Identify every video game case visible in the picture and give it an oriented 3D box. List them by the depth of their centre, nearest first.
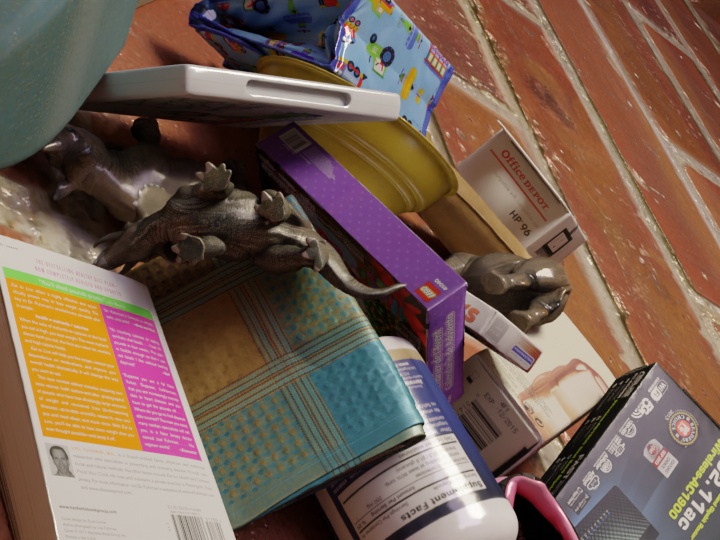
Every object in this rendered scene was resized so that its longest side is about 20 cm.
[{"bbox_3d":[-0.103,-0.124,1.010,0.182,0.200,0.024,1,92,-39],"label":"video game case"}]

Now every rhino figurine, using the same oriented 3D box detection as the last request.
[{"bbox_3d":[-0.154,-0.064,0.980,0.200,0.060,0.088,21,32,-41],"label":"rhino figurine"},{"bbox_3d":[0.088,0.015,1.163,0.087,0.200,0.060,-16,105,-43],"label":"rhino figurine"}]

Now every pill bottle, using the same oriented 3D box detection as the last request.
[{"bbox_3d":[0.034,0.153,0.908,0.111,0.111,0.200,7,46,-54],"label":"pill bottle"}]

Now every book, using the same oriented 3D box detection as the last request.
[{"bbox_3d":[-0.151,0.081,0.801,0.133,0.048,0.200,17,40,-46],"label":"book"}]

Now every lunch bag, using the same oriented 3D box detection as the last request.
[{"bbox_3d":[-0.046,-0.185,1.212,0.200,0.094,0.151,12,-17,38],"label":"lunch bag"}]

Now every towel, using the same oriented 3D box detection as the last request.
[{"bbox_3d":[-0.063,0.056,0.891,0.200,0.146,0.022,60,-11,29],"label":"towel"}]

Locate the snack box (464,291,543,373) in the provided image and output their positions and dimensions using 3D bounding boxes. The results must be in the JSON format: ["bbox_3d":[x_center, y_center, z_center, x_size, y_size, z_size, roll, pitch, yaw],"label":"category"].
[{"bbox_3d":[0.051,0.012,1.057,0.200,0.024,0.072,34,-2,45],"label":"snack box"}]

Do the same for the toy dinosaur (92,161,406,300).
[{"bbox_3d":[-0.069,-0.026,0.878,0.199,0.077,0.102,4,2,-8],"label":"toy dinosaur"}]

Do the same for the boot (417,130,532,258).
[{"bbox_3d":[0.058,-0.073,1.333,0.200,0.066,0.175,45,-6,-37],"label":"boot"}]

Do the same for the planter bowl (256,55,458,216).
[{"bbox_3d":[-0.024,-0.087,1.163,0.200,0.084,0.200,31,-12,7],"label":"planter bowl"}]

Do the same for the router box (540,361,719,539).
[{"bbox_3d":[0.214,0.193,1.066,0.150,0.062,0.200,45,63,-4],"label":"router box"}]

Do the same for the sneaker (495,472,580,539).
[{"bbox_3d":[0.137,0.223,0.931,0.079,0.095,0.200,-24,71,-17],"label":"sneaker"}]

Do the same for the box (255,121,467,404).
[{"bbox_3d":[0.000,0.000,1.019,0.200,0.039,0.137,44,-24,31],"label":"box"}]

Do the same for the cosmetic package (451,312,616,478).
[{"bbox_3d":[0.122,0.109,1.125,0.087,0.103,0.200,52,27,10],"label":"cosmetic package"}]

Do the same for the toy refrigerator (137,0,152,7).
[{"bbox_3d":[-0.207,-0.273,1.216,0.076,0.070,0.200,50,25,-8],"label":"toy refrigerator"}]

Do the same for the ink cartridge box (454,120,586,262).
[{"bbox_3d":[0.165,-0.072,1.429,0.116,0.068,0.200,53,6,16],"label":"ink cartridge box"}]

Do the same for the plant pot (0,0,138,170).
[{"bbox_3d":[-0.244,-0.174,0.833,0.196,0.196,0.200,22,48,-8],"label":"plant pot"}]
